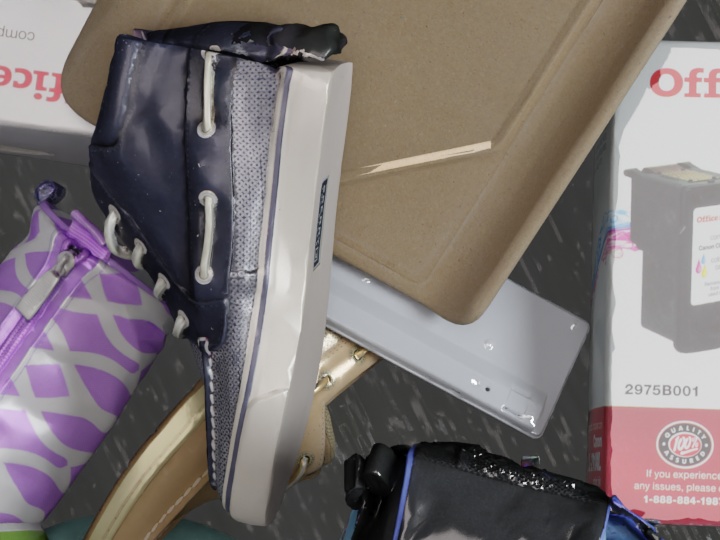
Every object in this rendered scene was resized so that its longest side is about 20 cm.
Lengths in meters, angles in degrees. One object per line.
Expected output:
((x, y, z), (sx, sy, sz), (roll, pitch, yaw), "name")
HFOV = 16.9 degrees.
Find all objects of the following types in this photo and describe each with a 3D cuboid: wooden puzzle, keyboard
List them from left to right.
((0.000, 0.000, 1.007), (0.199, 0.011, 0.056), (29, 68, -8), "keyboard")
((0.004, -0.099, 0.963), (0.199, 0.037, 0.185), (30, 111, -5), "wooden puzzle")

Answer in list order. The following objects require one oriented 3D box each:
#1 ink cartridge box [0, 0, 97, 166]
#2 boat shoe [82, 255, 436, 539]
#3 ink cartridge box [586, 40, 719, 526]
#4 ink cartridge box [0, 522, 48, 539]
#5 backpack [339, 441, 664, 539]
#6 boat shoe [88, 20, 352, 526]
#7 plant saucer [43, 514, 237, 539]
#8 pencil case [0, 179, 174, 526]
((-0.142, -0.154, 1.041), (0.147, 0.086, 0.201), (7, 84, 3), "ink cartridge box")
((-0.038, 0.062, 1.020), (0.064, 0.071, 0.200), (43, 82, 0), "boat shoe")
((0.170, 0.007, 1.016), (0.145, 0.083, 0.201), (1, 85, 2), "ink cartridge box")
((-0.130, 0.204, 0.941), (0.075, 0.148, 0.201), (-23, 84, 1), "ink cartridge box")
((0.045, 0.162, 0.947), (0.134, 0.200, 0.184), (12, 84, 3), "backpack")
((-0.061, -0.003, 0.951), (0.092, 0.075, 0.201), (9, 100, 8), "boat shoe")
((-0.101, 0.204, 1.031), (0.199, 0.036, 0.201), (0, 84, 2), "plant saucer")
((-0.156, 0.065, 1.021), (0.084, 0.086, 0.200), (34, 88, 7), "pencil case")
